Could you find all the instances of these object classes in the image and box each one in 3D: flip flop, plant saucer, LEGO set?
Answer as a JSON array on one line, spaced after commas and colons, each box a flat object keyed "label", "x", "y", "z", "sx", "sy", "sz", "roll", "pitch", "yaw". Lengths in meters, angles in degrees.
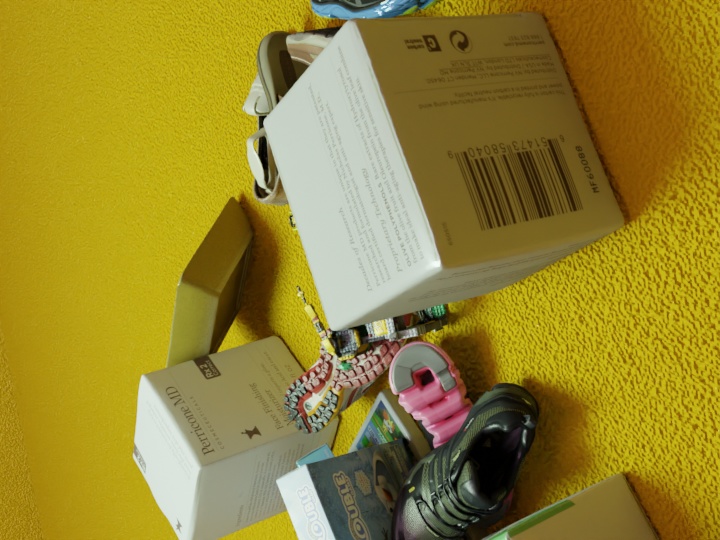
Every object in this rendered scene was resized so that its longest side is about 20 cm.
[{"label": "flip flop", "x": -0.054, "y": -0.170, "z": 1.015, "sx": 0.057, "sy": 0.081, "sz": 0.202, "roll": -21, "pitch": 83, "yaw": 44}, {"label": "plant saucer", "x": -0.193, "y": 0.036, "z": 1.235, "sx": 0.048, "sy": 0.201, "sz": 0.201, "roll": 17, "pitch": 128, "yaw": 3}, {"label": "LEGO set", "x": 0.000, "y": 0.000, "z": 0.918, "sx": 0.153, "sy": 0.116, "sz": 0.202, "roll": -4, "pitch": 91, "yaw": 23}]

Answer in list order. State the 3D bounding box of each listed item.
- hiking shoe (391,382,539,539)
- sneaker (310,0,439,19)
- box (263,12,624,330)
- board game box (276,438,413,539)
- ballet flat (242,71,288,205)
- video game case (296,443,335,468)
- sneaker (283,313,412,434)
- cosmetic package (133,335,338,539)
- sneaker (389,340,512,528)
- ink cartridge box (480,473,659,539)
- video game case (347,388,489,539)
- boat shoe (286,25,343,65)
[{"label": "hiking shoe", "x": 0.088, "y": 0.192, "z": 0.841, "sx": 0.075, "sy": 0.101, "sz": 0.201, "roll": 33, "pitch": 100, "yaw": 2}, {"label": "sneaker", "x": 0.009, "y": -0.280, "z": 0.883, "sx": 0.199, "sy": 0.070, "sz": 0.083, "roll": 24, "pitch": 127, "yaw": 53}, {"label": "box", "x": 0.062, "y": -0.081, "z": 0.764, "sx": 0.171, "sy": 0.198, "sz": 0.201, "roll": -35, "pitch": 71, "yaw": 55}, {"label": "board game box", "x": 0.022, "y": 0.276, "z": 0.919, "sx": 0.043, "sy": 0.199, "sz": 0.201, "roll": -31, "pitch": 74, "yaw": 25}, {"label": "ballet flat", "x": -0.101, "y": -0.170, "z": 1.088, "sx": 0.068, "sy": 0.067, "sz": 0.202, "roll": 19, "pitch": 117, "yaw": 47}, {"label": "video game case", "x": -0.005, "y": 0.319, "z": 1.079, "sx": 0.201, "sy": 0.045, "sz": 0.182, "roll": 58, "pitch": 166, "yaw": 24}, {"label": "sneaker", "x": -0.009, "y": 0.097, "z": 1.044, "sx": 0.078, "sy": 0.082, "sz": 0.200, "roll": 50, "pitch": 123, "yaw": 10}, {"label": "cosmetic package", "x": -0.164, "y": 0.216, "z": 1.199, "sx": 0.165, "sy": 0.199, "sz": 0.166, "roll": 47, "pitch": 137, "yaw": 35}, {"label": "sneaker", "x": 0.092, "y": 0.157, "z": 0.936, "sx": 0.095, "sy": 0.079, "sz": 0.201, "roll": -91, "pitch": -22, "yaw": -85}, {"label": "ink cartridge box", "x": 0.142, "y": 0.267, "z": 0.820, "sx": 0.084, "sy": 0.145, "sz": 0.200, "roll": 63, "pitch": 144, "yaw": 17}, {"label": "video game case", "x": 0.052, "y": 0.265, "z": 1.064, "sx": 0.200, "sy": 0.022, "sz": 0.183, "roll": 55, "pitch": 141, "yaw": 29}, {"label": "boat shoe", "x": -0.010, "y": -0.204, "z": 0.939, "sx": 0.200, "sy": 0.075, "sz": 0.072, "roll": 26, "pitch": 124, "yaw": 51}]
